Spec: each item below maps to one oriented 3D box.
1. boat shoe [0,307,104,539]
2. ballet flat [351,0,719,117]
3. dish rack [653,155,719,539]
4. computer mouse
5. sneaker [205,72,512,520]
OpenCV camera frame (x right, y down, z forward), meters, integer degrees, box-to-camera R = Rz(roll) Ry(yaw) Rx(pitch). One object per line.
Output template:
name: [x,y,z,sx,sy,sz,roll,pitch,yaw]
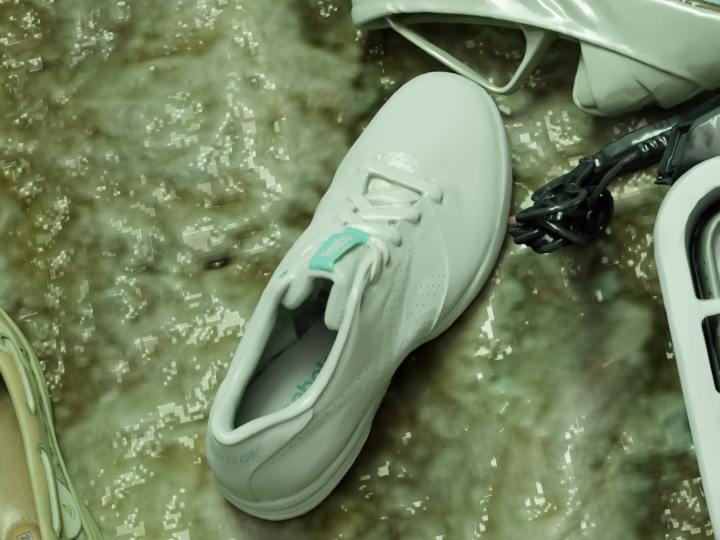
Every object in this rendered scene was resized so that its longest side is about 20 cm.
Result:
boat shoe: [-0.157,0.063,0.962,0.073,0.063,0.200,-33,67,-4]
ballet flat: [0.084,-0.098,0.996,0.199,0.069,0.070,19,72,20]
dish rack: [0.213,0.030,0.838,0.199,0.044,0.172,-13,77,9]
computer mouse: [0.154,-0.051,0.924,0.200,0.140,0.046,-28,93,7]
sneaker: [0.000,0.000,0.949,0.075,0.089,0.200,22,73,18]
